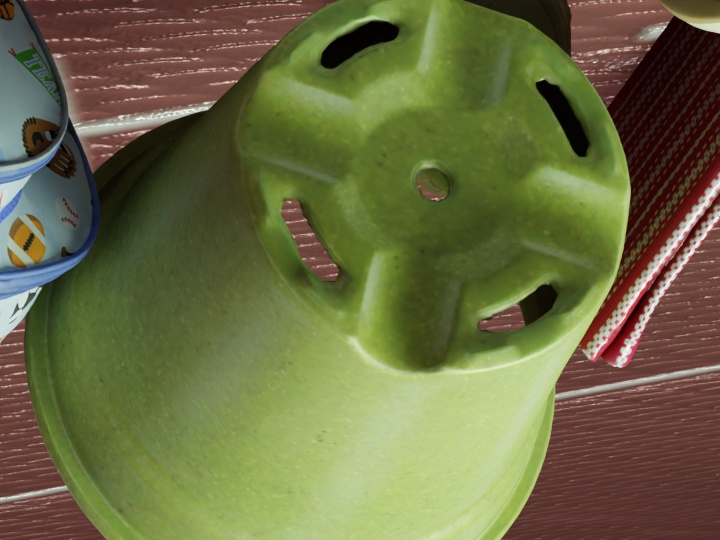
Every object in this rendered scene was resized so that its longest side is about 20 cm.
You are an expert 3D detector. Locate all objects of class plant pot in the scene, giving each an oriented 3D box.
[{"bbox_3d":[0.000,0.000,0.995,0.199,0.202,0.184,-6,161,-19],"label":"plant pot"}]

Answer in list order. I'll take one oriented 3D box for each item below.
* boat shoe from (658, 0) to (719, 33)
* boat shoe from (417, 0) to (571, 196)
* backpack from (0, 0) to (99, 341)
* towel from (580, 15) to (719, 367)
[{"bbox_3d":[0.191,-0.112,0.916,0.199,0.074,0.069,-7,168,22],"label":"boat shoe"},{"bbox_3d":[0.050,-0.093,1.201,0.073,0.064,0.201,0,158,4],"label":"boat shoe"},{"bbox_3d":[-0.183,-0.044,0.979,0.154,0.201,0.190,-37,157,30],"label":"backpack"},{"bbox_3d":[0.127,-0.058,1.104,0.022,0.200,0.145,31,111,-9],"label":"towel"}]
